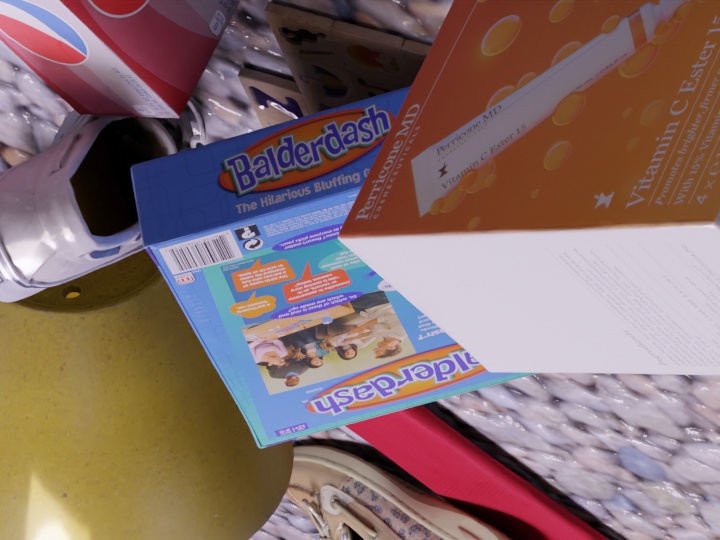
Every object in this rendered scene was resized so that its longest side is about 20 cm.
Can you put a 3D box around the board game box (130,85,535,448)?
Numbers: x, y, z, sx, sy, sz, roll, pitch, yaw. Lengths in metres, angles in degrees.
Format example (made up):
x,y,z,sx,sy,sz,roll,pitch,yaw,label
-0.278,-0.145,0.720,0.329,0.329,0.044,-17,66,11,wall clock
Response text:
x,y,z,sx,sy,sz,roll,pitch,yaw,label
0.000,0.000,1.251,0.151,0.045,0.200,-15,149,4,board game box

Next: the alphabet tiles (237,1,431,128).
x,y,z,sx,sy,sz,roll,pitch,yaw,label
0.025,-0.051,1.279,0.166,0.008,0.200,17,157,23,alphabet tiles

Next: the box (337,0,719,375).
x,y,z,sx,sy,sz,roll,pitch,yaw,label
0.108,-0.038,1.050,0.097,0.125,0.199,40,155,-32,box

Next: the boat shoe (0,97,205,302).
x,y,z,sx,sy,sz,roll,pitch,yaw,label
-0.099,-0.046,1.266,0.086,0.202,0.075,-21,95,23,boat shoe

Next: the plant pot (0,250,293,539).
x,y,z,sx,sy,sz,roll,pitch,yaw,label
-0.138,0.049,1.487,0.199,0.200,0.143,16,131,24,plant pot

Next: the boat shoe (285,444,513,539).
x,y,z,sx,sy,sz,roll,pitch,yaw,label
0.017,0.157,1.669,0.199,0.063,0.073,21,165,46,boat shoe

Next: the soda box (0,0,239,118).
x,y,z,sx,sy,sz,roll,pitch,yaw,label
-0.141,-0.144,1.177,0.070,0.064,0.200,5,151,44,soda box

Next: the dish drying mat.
x,y,z,sx,sy,sz,roll,pitch,yaw,label
0.066,0.118,1.612,0.200,0.018,0.077,37,157,-24,dish drying mat
